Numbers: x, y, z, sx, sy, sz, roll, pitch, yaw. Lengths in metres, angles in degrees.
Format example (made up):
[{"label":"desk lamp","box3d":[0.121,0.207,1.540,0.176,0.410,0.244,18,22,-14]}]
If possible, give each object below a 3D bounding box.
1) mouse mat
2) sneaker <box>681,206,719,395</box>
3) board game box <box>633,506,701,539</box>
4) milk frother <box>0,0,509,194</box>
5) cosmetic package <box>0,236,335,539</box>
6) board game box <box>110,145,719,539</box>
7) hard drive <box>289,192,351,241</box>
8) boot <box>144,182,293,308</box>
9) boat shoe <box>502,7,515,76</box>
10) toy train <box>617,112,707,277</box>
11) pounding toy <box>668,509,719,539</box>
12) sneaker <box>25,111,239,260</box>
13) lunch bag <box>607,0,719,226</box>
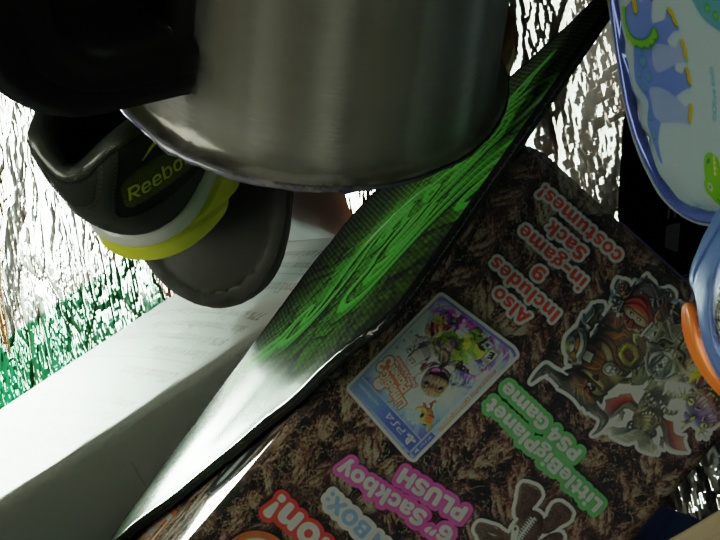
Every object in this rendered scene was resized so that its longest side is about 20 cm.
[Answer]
[{"label":"mouse mat","box3d":[0.000,0.000,0.886,0.008,0.161,0.200,41,143,-7]},{"label":"sneaker","box3d":[0.145,-0.044,0.632,0.200,0.075,0.078,-58,1,7]},{"label":"board game box","box3d":[0.052,0.205,0.902,0.043,0.199,0.200,19,140,23]},{"label":"milk frother","box3d":[-0.046,-0.153,0.809,0.200,0.180,0.189,-112,23,-48]},{"label":"cosmetic package","box3d":[-0.050,0.107,1.074,0.167,0.200,0.167,60,162,-11]},{"label":"board game box","box3d":[0.011,0.066,0.894,0.097,0.200,0.159,41,179,-6]},{"label":"hard drive","box3d":[-0.075,-0.084,1.166,0.200,0.025,0.132,20,-132,-61]},{"label":"boot","box3d":[-0.038,-0.070,1.119,0.174,0.069,0.201,32,-135,-67]},{"label":"boat shoe","box3d":[0.002,-0.105,1.076,0.200,0.074,0.067,-112,15,-49]},{"label":"toy train","box3d":[0.097,-0.089,0.875,0.034,0.046,0.201,-134,40,-56]},{"label":"pounding toy","box3d":[0.173,0.127,0.621,0.200,0.142,0.185,-35,41,33]},{"label":"sneaker","box3d":[-0.063,-0.106,0.994,0.085,0.074,0.201,29,-113,-70]},{"label":"lunch bag","box3d":[0.119,-0.112,0.750,0.161,0.082,0.201,2,102,63]}]
